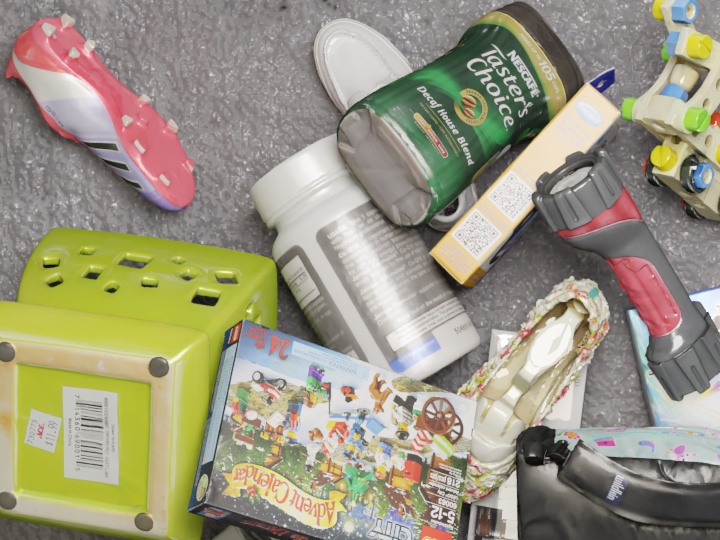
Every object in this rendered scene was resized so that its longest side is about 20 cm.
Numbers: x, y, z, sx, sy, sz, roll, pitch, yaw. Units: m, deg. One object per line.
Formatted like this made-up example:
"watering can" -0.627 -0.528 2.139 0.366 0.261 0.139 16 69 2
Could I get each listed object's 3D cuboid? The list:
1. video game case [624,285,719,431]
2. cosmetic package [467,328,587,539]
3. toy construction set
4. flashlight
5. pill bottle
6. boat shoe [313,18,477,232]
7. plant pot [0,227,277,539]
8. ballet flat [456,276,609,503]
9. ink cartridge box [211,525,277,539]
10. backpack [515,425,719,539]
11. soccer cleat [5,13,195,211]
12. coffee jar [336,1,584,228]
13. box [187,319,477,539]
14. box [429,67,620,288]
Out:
"video game case" 0.325 0.095 1.344 0.198 0.045 0.184 -14 85 7
"cosmetic package" 0.133 0.151 1.364 0.081 0.051 0.203 6 89 7
"toy construction set" 0.280 -0.112 1.316 0.199 0.092 0.132 27 80 -30
"flashlight" 0.202 0.007 1.273 0.067 0.068 0.201 -24 110 23
"pill bottle" 0.000 0.000 1.355 0.113 0.114 0.201 -30 85 5
"boat shoe" 0.025 -0.119 1.378 0.071 0.069 0.202 -28 85 5
"plant pot" -0.181 0.095 1.312 0.196 0.182 0.203 8 109 10
"ballet flat" 0.119 0.090 1.311 0.075 0.064 0.201 33 93 8
"ink cartridge box" -0.033 0.243 1.321 0.199 0.084 0.144 -39 60 -9
"backpack" 0.214 0.183 1.270 0.197 0.127 0.169 -2 109 5
"soccer cleat" -0.215 -0.122 1.420 0.200 0.067 0.076 49 125 1
"coffee jar" 0.082 -0.125 1.321 0.199 0.085 0.105 -38 89 -33
"box" -0.016 0.133 1.237 0.198 0.038 0.138 20 65 -21
"box" 0.139 -0.071 1.336 0.200 0.119 0.041 -45 83 4
